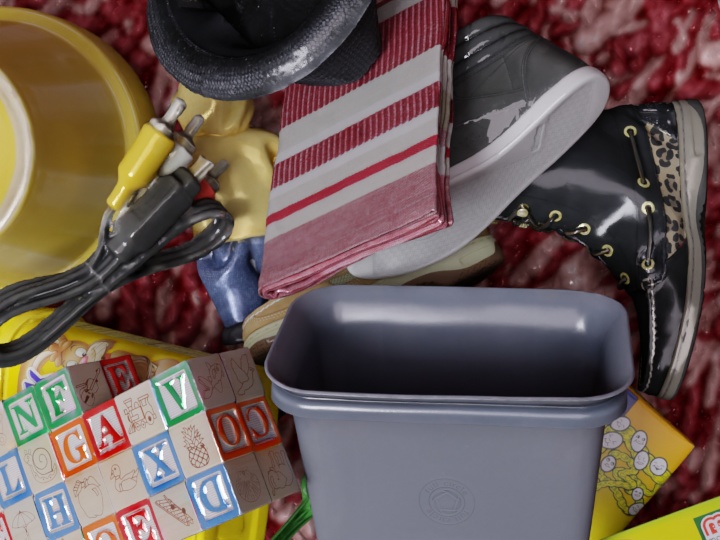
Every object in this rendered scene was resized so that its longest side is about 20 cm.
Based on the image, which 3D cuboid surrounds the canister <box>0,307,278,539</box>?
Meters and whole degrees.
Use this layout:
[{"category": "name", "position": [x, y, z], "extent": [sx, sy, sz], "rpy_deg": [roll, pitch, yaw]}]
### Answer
[{"category": "canister", "position": [-0.156, 0.112, 0.796], "extent": [0.198, 0.086, 0.150], "rpy_deg": [10, 98, 31]}]

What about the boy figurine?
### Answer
[{"category": "boy figurine", "position": [-0.092, -0.050, 0.833], "extent": [0.123, 0.064, 0.202], "rpy_deg": [-17, 92, -13]}]

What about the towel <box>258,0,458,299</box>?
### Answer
[{"category": "towel", "position": [0.000, -0.087, 0.767], "extent": [0.143, 0.202, 0.023], "rpy_deg": [-22, 138, 34]}]

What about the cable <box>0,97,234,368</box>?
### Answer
[{"category": "cable", "position": [-0.157, -0.012, 0.760], "extent": [0.200, 0.097, 0.050], "rpy_deg": [-43, 51, -6]}]

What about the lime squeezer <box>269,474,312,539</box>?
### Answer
[{"category": "lime squeezer", "position": [-0.005, 0.144, 0.832], "extent": [0.199, 0.070, 0.038], "rpy_deg": [-35, 107, -29]}]

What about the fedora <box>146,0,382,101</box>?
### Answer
[{"category": "fedora", "position": [-0.044, -0.180, 0.782], "extent": [0.199, 0.091, 0.203], "rpy_deg": [-15, 62, 29]}]

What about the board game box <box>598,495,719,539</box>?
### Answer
[{"category": "board game box", "position": [0.198, 0.213, 0.779], "extent": [0.101, 0.200, 0.048], "rpy_deg": [-21, 58, 3]}]

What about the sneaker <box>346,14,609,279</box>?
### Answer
[{"category": "sneaker", "position": [0.054, -0.082, 0.778], "extent": [0.200, 0.071, 0.099], "rpy_deg": [-40, 56, 0]}]

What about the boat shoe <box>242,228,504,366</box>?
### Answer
[{"category": "boat shoe", "position": [0.000, 0.000, 0.811], "extent": [0.199, 0.072, 0.077], "rpy_deg": [-21, 77, -31]}]

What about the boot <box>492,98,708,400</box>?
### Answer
[{"category": "boot", "position": [0.152, -0.020, 0.818], "extent": [0.152, 0.074, 0.206], "rpy_deg": [5, 79, 4]}]

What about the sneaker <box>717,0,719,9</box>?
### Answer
[{"category": "sneaker", "position": [0.241, -0.220, 0.792], "extent": [0.200, 0.099, 0.078], "rpy_deg": [40, 95, -1]}]

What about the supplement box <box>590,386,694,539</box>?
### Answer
[{"category": "supplement box", "position": [0.111, 0.148, 0.819], "extent": [0.109, 0.110, 0.200], "rpy_deg": [40, 94, -1]}]

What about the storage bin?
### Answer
[{"category": "storage bin", "position": [0.054, 0.092, 0.711], "extent": [0.198, 0.146, 0.136], "rpy_deg": [2, 116, 9]}]

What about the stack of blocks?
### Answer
[{"category": "stack of blocks", "position": [-0.143, 0.111, 0.704], "extent": [0.199, 0.058, 0.116], "rpy_deg": [-27, 80, 30]}]

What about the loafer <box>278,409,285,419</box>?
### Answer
[{"category": "loafer", "position": [-0.112, 0.125, 0.850], "extent": [0.072, 0.063, 0.200], "rpy_deg": [41, 95, 0]}]

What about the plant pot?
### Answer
[{"category": "plant pot", "position": [-0.243, -0.074, 0.780], "extent": [0.198, 0.189, 0.203], "rpy_deg": [0, 95, 2]}]
